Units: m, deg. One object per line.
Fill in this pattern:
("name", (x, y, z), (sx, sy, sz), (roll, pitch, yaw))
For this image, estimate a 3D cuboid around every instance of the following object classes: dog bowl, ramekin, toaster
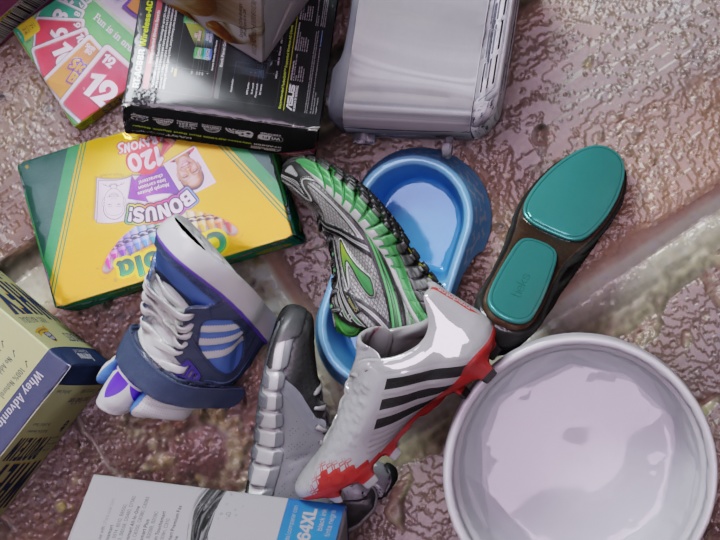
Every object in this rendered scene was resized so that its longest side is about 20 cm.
("dog bowl", (0.030, 0.002, 1.720), (0.111, 0.050, 0.201), (18, 91, 9))
("ramekin", (0.160, 0.144, 1.657), (0.199, 0.105, 0.202), (0, 92, 3))
("toaster", (0.052, -0.188, 1.696), (0.128, 0.114, 0.202), (9, 87, 5))

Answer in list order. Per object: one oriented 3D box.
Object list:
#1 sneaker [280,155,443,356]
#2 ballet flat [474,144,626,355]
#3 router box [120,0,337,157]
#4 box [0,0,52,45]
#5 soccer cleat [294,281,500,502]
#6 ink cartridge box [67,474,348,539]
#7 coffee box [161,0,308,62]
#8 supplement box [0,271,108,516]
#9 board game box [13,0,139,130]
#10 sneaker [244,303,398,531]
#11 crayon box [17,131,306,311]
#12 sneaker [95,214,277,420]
("sneaker", (0.000, 0.000, 1.661), (0.085, 0.078, 0.201), (-36, 83, 6))
("ballet flat", (0.136, -0.013, 1.684), (0.068, 0.069, 0.200), (31, 55, 11))
("router box", (-0.093, -0.193, 1.697), (0.149, 0.062, 0.201), (9, 71, -1))
("box", (-0.298, -0.308, 1.761), (0.176, 0.097, 0.200), (-40, 83, 5))
("soccer cleat", (0.013, 0.089, 1.619), (0.085, 0.069, 0.200), (44, 113, -12))
("ink cartridge box", (-0.112, 0.239, 1.677), (0.199, 0.147, 0.085), (7, 44, 9))
("coffee box", (-0.133, -0.252, 1.622), (0.199, 0.114, 0.080), (32, 72, 9))
("supplement box", (-0.338, 0.089, 1.728), (0.199, 0.134, 0.200), (39, 93, 8))
("board game box", (-0.169, -0.207, 1.773), (0.199, 0.030, 0.096), (-34, 83, 3))
("sneaker", (-0.024, 0.124, 1.705), (0.115, 0.075, 0.201), (9, 112, 0))
("crayon box", (-0.154, -0.053, 1.745), (0.199, 0.058, 0.120), (-17, 84, 7))
("sneaker", (-0.145, 0.052, 1.669), (0.146, 0.200, 0.081), (-43, 66, -3))
